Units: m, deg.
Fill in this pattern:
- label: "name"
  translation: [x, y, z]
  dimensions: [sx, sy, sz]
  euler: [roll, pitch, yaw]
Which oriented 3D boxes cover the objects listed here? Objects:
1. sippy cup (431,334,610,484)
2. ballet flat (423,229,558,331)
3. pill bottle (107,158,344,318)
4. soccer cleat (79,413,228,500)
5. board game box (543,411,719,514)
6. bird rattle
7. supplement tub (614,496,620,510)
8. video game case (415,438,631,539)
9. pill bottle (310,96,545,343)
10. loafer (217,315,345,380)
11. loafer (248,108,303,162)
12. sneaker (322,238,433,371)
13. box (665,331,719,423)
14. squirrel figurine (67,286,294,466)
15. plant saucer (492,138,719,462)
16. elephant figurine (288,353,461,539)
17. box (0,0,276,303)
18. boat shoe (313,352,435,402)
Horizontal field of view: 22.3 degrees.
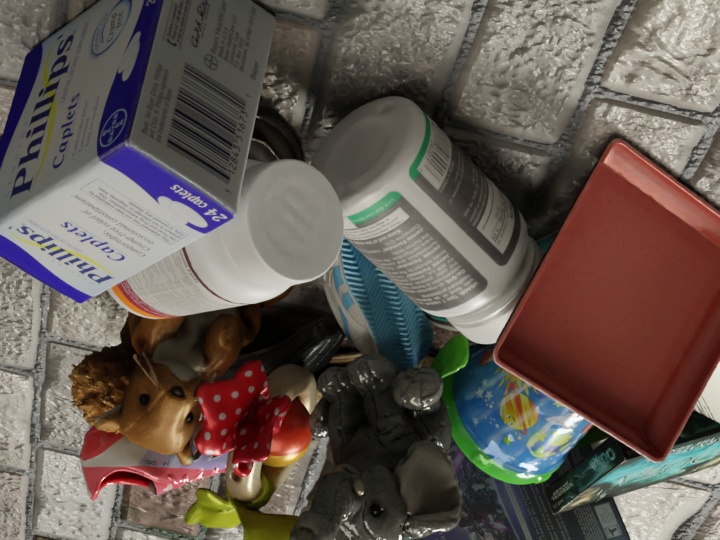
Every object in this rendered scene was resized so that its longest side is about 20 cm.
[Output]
- label: "sippy cup"
  translation: [0.160, 0.101, 1.605]
  dimensions: [0.178, 0.140, 0.130]
  euler: [-20, 163, -41]
- label: "ballet flat"
  translation: [0.141, 0.011, 1.543]
  dimensions: [0.200, 0.070, 0.069]
  euler: [-23, 134, 38]
- label: "pill bottle"
  translation: [-0.109, -0.025, 1.391]
  dimensions: [0.110, 0.110, 0.200]
  euler: [34, 153, -31]
- label: "soccer cleat"
  translation: [-0.159, 0.172, 1.686]
  dimensions: [0.200, 0.077, 0.067]
  euler: [-1, 156, -5]
- label: "board game box"
  translation: [0.281, 0.166, 1.668]
  dimensions: [0.200, 0.028, 0.135]
  euler: [-11, 157, -30]
- label: "bird rattle"
  translation: [-0.090, 0.147, 1.588]
  dimensions: [0.113, 0.163, 0.200]
  euler: [13, 127, 21]
- label: "supplement tub"
  translation: [0.153, 0.252, 1.820]
  dimensions: [0.200, 0.140, 0.140]
  euler: [0, 145, 15]
- label: "video game case"
  translation: [0.135, 0.213, 1.686]
  dimensions: [0.200, 0.143, 0.019]
  euler: [-13, 156, -20]
- label: "pill bottle"
  translation: [0.059, -0.035, 1.433]
  dimensions: [0.113, 0.113, 0.200]
  euler: [-19, 132, 36]
- label: "loafer"
  translation: [-0.091, 0.079, 1.693]
  dimensions: [0.073, 0.072, 0.200]
  euler: [-14, 166, -46]
- label: "loafer"
  translation: [-0.079, -0.058, 1.484]
  dimensions: [0.073, 0.071, 0.200]
  euler: [-4, 144, 21]
- label: "sneaker"
  translation: [0.000, 0.000, 1.543]
  dimensions: [0.081, 0.076, 0.200]
  euler: [32, 146, 42]
- label: "box"
  translation: [0.277, 0.061, 1.567]
  dimensions: [0.200, 0.068, 0.082]
  euler: [26, 142, -21]
- label: "squirrel figurine"
  translation: [-0.172, 0.088, 1.622]
  dimensions: [0.141, 0.187, 0.200]
  euler: [25, 144, -21]
- label: "plant saucer"
  translation: [0.213, 0.024, 1.455]
  dimensions: [0.200, 0.200, 0.037]
  euler: [32, 175, -28]
- label: "elephant figurine"
  translation: [0.011, 0.184, 1.523]
  dimensions: [0.155, 0.200, 0.142]
  euler: [11, 144, -9]
- label: "box"
  translation: [-0.174, -0.103, 1.343]
  dimensions: [0.105, 0.184, 0.200]
  euler: [31, 141, -30]
- label: "boat shoe"
  translation: [0.037, 0.111, 1.701]
  dimensions: [0.200, 0.074, 0.069]
  euler: [-3, 150, 21]
